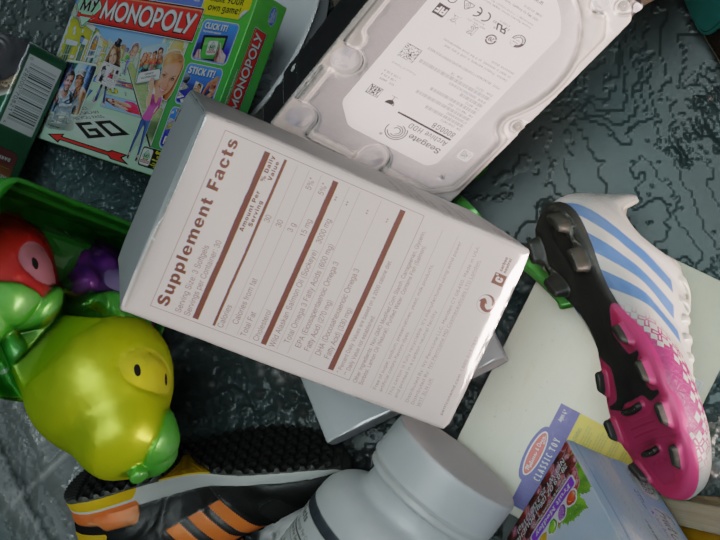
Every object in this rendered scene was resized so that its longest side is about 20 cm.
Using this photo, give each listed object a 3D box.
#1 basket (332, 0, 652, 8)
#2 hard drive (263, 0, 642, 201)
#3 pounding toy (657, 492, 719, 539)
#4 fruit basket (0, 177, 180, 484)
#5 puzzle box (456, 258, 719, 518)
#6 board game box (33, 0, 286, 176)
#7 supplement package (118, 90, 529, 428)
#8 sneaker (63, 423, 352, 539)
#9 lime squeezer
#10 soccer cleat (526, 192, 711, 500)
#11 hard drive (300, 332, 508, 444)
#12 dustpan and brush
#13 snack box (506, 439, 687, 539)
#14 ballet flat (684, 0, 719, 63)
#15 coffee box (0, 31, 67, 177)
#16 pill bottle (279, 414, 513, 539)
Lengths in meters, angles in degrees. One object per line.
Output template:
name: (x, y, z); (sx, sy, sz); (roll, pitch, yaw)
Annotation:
basket: (0.090, -0.202, 0.746); (0.200, 0.136, 0.181); (-36, 78, 21)
hard drive: (0.049, -0.127, 0.694); (0.200, 0.139, 0.038); (-44, 34, 37)
pounding toy: (0.211, 0.227, 0.665); (0.141, 0.200, 0.185); (7, 84, -19)
fruit basket: (-0.183, 0.038, 0.756); (0.215, 0.216, 0.156); (21, 88, 14)
puzzle box: (0.154, 0.078, 0.768); (0.133, 0.025, 0.201); (27, 90, 14)
board game box: (-0.149, -0.137, 0.813); (0.199, 0.029, 0.135); (19, 89, 41)
supplement package: (-0.027, -0.009, 0.673); (0.199, 0.117, 0.118); (22, 99, -16)
sneaker: (-0.099, 0.167, 0.802); (0.199, 0.070, 0.090); (-9, 108, 5)
lime squeezer: (0.088, -0.064, 0.785); (0.070, 0.038, 0.201); (-20, 68, 27)
soccer cleat: (0.177, 0.036, 0.706); (0.086, 0.070, 0.201); (-12, 68, -24)
hard drive: (0.000, 0.000, 0.799); (0.131, 0.025, 0.201); (-27, 71, 8)
dustpan and brush: (-0.092, -0.117, 0.806); (0.139, 0.057, 0.201); (-4, 80, 31)
snack box: (0.115, 0.227, 0.660); (0.067, 0.169, 0.201); (22, 108, -14)
ballet flat: (0.260, -0.163, 0.763); (0.062, 0.067, 0.201); (-16, 83, -20)
coffee box: (-0.307, -0.086, 0.864); (0.123, 0.044, 0.201); (24, 89, 32)
pill bottle: (0.003, 0.197, 0.731); (0.119, 0.120, 0.200); (39, 98, 14)
